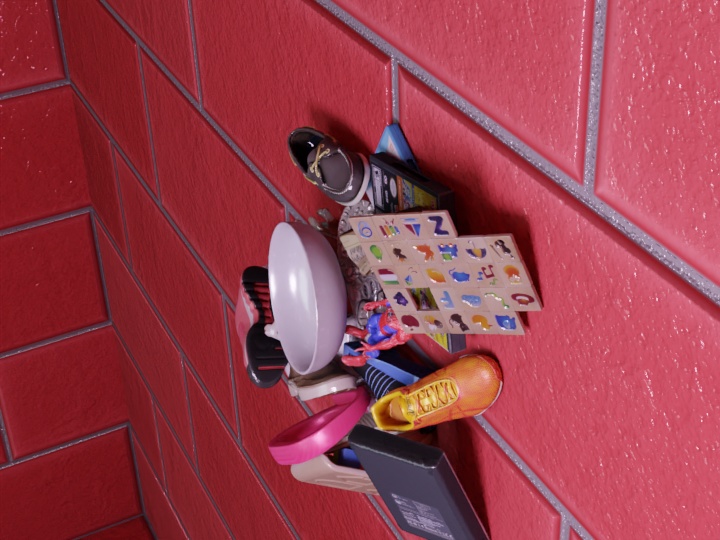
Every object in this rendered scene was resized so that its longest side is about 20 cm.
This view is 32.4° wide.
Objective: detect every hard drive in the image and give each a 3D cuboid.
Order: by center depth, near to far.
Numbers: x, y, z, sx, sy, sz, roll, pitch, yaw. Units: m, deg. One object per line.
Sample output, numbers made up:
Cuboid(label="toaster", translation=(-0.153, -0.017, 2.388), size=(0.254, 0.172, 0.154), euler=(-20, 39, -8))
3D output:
Cuboid(label="hard drive", translation=(0.075, 0.281, 1.574), size=(0.138, 0.033, 0.201), euler=(13, 144, 37))

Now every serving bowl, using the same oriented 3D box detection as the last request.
Cuboid(label="serving bowl", translation=(-0.062, 0.033, 1.639), size=(0.200, 0.065, 0.204), euler=(172, 90, -69))

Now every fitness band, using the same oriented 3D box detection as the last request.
Cuboid(label="fitness band", translation=(-0.053, 0.216, 1.713), size=(0.038, 0.143, 0.200), euler=(55, 156, -5))

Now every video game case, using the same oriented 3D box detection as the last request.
Cuboid(label="video game case", translation=(0.068, -0.024, 1.499), size=(0.180, 0.025, 0.203), euler=(-143, 42, -58))
Cuboid(label="video game case", translation=(0.062, -0.062, 1.546), size=(0.144, 0.018, 0.202), euler=(115, 135, -61))

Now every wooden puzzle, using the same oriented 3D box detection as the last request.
Cuboid(label="wooden puzzle", translation=(0.016, 0.286, 1.734), size=(0.185, 0.197, 0.047), euler=(142, 143, -67))

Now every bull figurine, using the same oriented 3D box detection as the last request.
Cuboid(label="bull figurine", translation=(-0.080, 0.008, 1.766), size=(0.200, 0.065, 0.122), euler=(-50, 56, 29))

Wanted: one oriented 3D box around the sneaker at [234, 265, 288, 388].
Cuboid(label="sneaker", translation=(-0.149, 0.096, 1.845), size=(0.087, 0.073, 0.203), euler=(120, 149, -49))

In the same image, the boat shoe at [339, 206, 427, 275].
Cuboid(label="boat shoe", translation=(0.038, -0.031, 1.448), size=(0.064, 0.072, 0.200), euler=(67, 162, -6))

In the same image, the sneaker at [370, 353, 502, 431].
Cuboid(label="sneaker", translation=(0.093, 0.158, 1.497), size=(0.199, 0.077, 0.074), euler=(-32, 80, 43))

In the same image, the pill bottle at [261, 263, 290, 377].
Cuboid(label="pill bottle", translation=(-0.104, 0.079, 1.946), size=(0.201, 0.107, 0.110), euler=(54, 152, 43))

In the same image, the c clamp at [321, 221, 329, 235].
Cuboid(label="c clamp", translation=(-0.076, 0.018, 1.820), size=(0.170, 0.027, 0.203), euler=(30, 108, 46))

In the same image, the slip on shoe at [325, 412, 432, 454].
Cuboid(label="slip on shoe", translation=(0.017, 0.234, 1.724), size=(0.198, 0.074, 0.062), euler=(-17, 111, 38))

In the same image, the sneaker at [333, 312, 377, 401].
Cuboid(label="sneaker", translation=(0.017, 0.154, 1.773), size=(0.087, 0.074, 0.203), euler=(11, 123, 53))

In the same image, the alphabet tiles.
Cuboid(label="alphabet tiles", translation=(0.096, 0.004, 1.348), size=(0.198, 0.008, 0.169), euler=(-1, 127, 38))

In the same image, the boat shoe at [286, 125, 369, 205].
Cuboid(label="boat shoe", translation=(-0.046, -0.142, 1.654), size=(0.073, 0.060, 0.201), euler=(-64, 27, 9))

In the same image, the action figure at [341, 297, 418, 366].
Cuboid(label="action figure", translation=(0.025, 0.072, 1.548), size=(0.200, 0.051, 0.067), euler=(145, 136, -60))

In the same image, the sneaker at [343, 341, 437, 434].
Cuboid(label="sneaker", translation=(0.037, 0.153, 1.654), size=(0.199, 0.069, 0.079), euler=(24, 110, 53))

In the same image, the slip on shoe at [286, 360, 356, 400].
Cuboid(label="slip on shoe", translation=(-0.059, 0.144, 1.744), size=(0.200, 0.075, 0.062), euler=(167, 93, -75))

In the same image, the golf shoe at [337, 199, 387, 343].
Cuboid(label="golf shoe", translation=(0.000, 0.000, 1.678), size=(0.097, 0.077, 0.203), euler=(-145, 44, -67))
